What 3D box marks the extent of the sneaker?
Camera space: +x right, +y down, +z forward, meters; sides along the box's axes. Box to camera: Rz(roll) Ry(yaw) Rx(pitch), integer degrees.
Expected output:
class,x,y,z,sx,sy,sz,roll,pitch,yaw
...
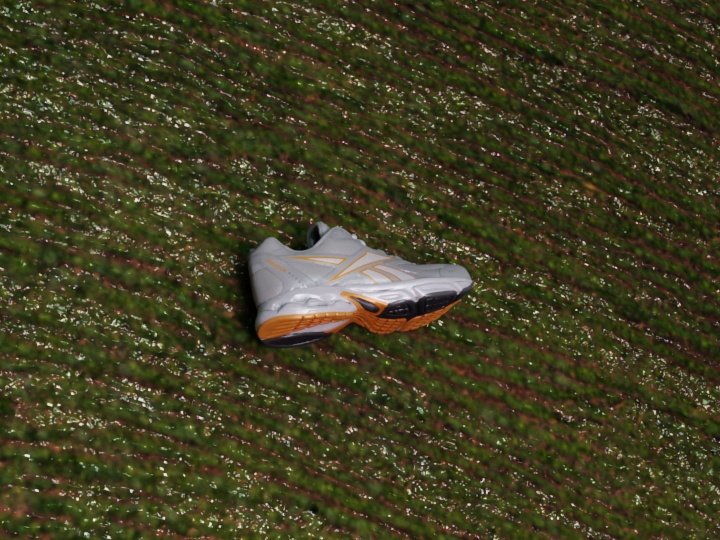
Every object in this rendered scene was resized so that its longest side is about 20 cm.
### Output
class,x,y,z,sx,sy,sz,roll,pitch,yaw
sneaker,0.000,0.000,1.367,0.199,0.076,0.093,-5,66,-31
